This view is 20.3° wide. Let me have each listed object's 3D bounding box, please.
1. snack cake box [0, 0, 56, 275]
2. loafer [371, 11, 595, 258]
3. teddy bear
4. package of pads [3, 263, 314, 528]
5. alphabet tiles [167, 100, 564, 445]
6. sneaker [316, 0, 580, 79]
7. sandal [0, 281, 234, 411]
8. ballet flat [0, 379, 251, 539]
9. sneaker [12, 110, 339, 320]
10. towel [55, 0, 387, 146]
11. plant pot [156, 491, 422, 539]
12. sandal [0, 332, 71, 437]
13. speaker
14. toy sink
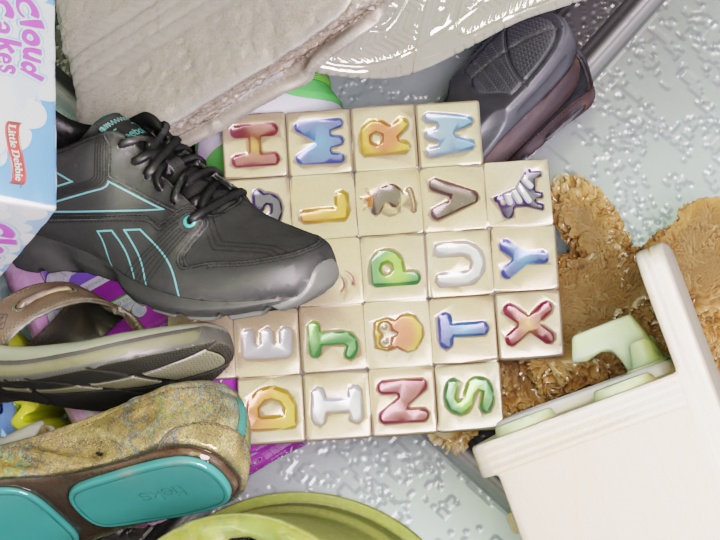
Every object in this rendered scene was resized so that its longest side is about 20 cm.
[{"bbox_3d":[-0.207,-0.050,0.973,0.067,0.200,0.116,8,67,-24],"label":"snack cake box"},{"bbox_3d":[0.049,-0.048,1.067,0.200,0.063,0.072,-45,41,-2],"label":"loafer"},{"bbox_3d":[0.113,0.028,1.044,0.199,0.067,0.146,-31,65,5],"label":"teddy bear"},{"bbox_3d":[-0.113,0.022,1.061,0.120,0.076,0.201,-28,74,0],"label":"package of pads"},{"bbox_3d":[0.000,0.000,1.010,0.198,0.006,0.168,-4,81,1],"label":"alphabet tiles"},{"bbox_3d":[0.037,-0.165,1.072,0.198,0.111,0.077,-20,116,-6],"label":"sneaker"},{"bbox_3d":[-0.160,0.034,0.982,0.199,0.080,0.058,-2,73,15],"label":"sandal"},{"bbox_3d":[-0.138,0.097,0.969,0.198,0.071,0.071,-16,73,24],"label":"ballet flat"},{"bbox_3d":[-0.101,-0.029,0.962,0.198,0.075,0.080,13,112,26],"label":"sneaker"},{"bbox_3d":[-0.073,-0.141,1.013,0.199,0.034,0.134,-27,63,28],"label":"towel"},{"bbox_3d":[-0.044,0.192,0.952,0.198,0.184,0.202,-2,75,6],"label":"plant pot"},{"bbox_3d":[-0.189,0.128,1.045,0.086,0.080,0.202,-10,73,8],"label":"sandal"},{"bbox_3d":[-0.071,-0.142,1.089,0.088,0.088,0.202,-19,74,2],"label":"speaker"},{"bbox_3d":[0.125,0.101,0.931,0.111,0.130,0.202,-20,86,10],"label":"toy sink"}]
